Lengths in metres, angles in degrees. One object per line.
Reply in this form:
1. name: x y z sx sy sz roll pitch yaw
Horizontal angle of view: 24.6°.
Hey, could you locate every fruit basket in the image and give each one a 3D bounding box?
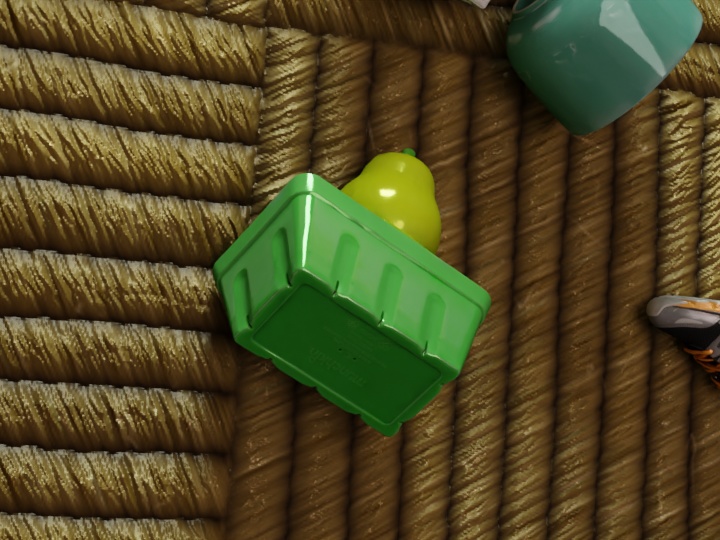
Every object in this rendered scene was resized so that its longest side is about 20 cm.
1. fruit basket: 0.000 0.000 1.330 0.215 0.156 0.217 32 32 -23

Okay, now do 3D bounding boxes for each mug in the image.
1. mug: 0.196 -0.212 1.419 0.152 0.185 0.114 -44 104 5

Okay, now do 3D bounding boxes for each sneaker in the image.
1. sneaker: 0.342 0.076 1.503 0.199 0.078 0.078 22 88 -21

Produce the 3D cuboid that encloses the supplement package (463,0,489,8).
1. supplement package: 0.095 -0.335 1.346 0.119 0.121 0.201 31 96 -20
